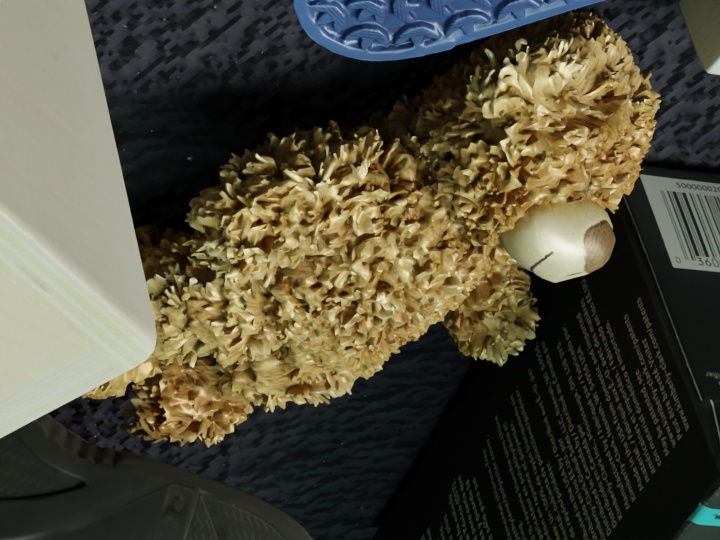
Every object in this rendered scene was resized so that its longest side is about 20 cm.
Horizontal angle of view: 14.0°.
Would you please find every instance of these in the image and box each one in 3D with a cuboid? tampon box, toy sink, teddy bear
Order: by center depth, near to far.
[{"bbox_3d":[-0.154,-0.050,0.692,0.112,0.131,0.200,-27,142,14],"label":"toy sink"},{"bbox_3d":[0.000,0.000,0.860,0.199,0.067,0.145,-18,144,4],"label":"teddy bear"},{"bbox_3d":[0.117,0.082,0.955,0.149,0.127,0.200,5,138,-25],"label":"tampon box"}]

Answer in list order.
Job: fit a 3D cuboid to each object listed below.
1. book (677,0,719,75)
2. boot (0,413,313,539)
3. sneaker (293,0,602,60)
[{"bbox_3d":[0.194,-0.121,0.801,0.133,0.048,0.200,6,138,-28],"label":"book"},{"bbox_3d":[-0.119,0.089,0.910,0.199,0.073,0.151,21,153,-7],"label":"boot"},{"bbox_3d":[0.073,-0.109,0.739,0.199,0.078,0.070,-8,141,-7],"label":"sneaker"}]
